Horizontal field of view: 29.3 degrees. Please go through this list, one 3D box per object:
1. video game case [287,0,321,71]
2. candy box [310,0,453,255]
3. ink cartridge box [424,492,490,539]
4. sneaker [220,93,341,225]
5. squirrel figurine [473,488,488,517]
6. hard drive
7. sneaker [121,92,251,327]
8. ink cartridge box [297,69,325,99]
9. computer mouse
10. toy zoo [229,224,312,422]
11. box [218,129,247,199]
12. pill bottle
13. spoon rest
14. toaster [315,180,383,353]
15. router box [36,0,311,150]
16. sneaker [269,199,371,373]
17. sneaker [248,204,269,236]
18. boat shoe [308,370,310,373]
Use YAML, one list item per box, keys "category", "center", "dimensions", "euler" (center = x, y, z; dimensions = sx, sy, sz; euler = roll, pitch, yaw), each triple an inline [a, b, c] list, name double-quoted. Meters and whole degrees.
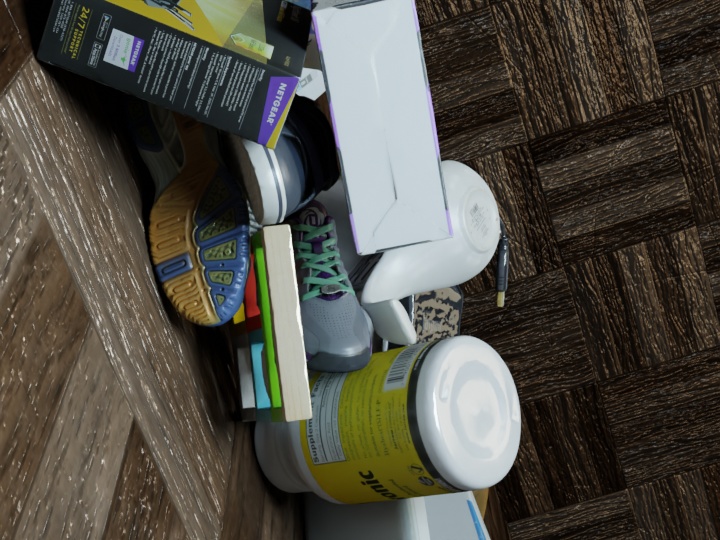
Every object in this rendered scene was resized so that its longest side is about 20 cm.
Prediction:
- category: "video game case"
  center: [-0.108, -0.266, 1.161]
  dimensions: [0.046, 0.179, 0.202]
  euler: [125, -39, -48]
- category: "candy box"
  center: [0.012, -0.125, 0.995]
  dimensions: [0.200, 0.071, 0.170]
  euler: [-97, 176, -71]
- category: "ink cartridge box"
  center: [0.059, 0.294, 1.234]
  dimensions: [0.148, 0.143, 0.201]
  euler: [-107, 176, -52]
- category: "sneaker"
  center: [-0.053, -0.085, 0.979]
  dimensions: [0.200, 0.078, 0.079]
  euler: [-129, -155, -75]
- category: "squirrel figurine"
  center: [0.046, 0.240, 1.491]
  dimensions: [0.187, 0.140, 0.202]
  euler: [-115, -163, -56]
- category: "hard drive"
  center: [0.003, 0.211, 1.116]
  dimensions: [0.026, 0.132, 0.201]
  euler: [30, 28, -24]
- category: "sneaker"
  center: [-0.113, -0.051, 0.994]
  dimensions: [0.088, 0.074, 0.202]
  euler: [56, 19, -69]
- category: "ink cartridge box"
  center: [-0.062, -0.228, 1.301]
  dimensions: [0.048, 0.197, 0.161]
  euler: [-101, 171, -46]
- category: "computer mouse"
  center: [0.070, 0.038, 1.177]
  dimensions: [0.139, 0.046, 0.203]
  euler: [3, 87, -43]
- category: "toy zoo"
  center: [-0.074, 0.045, 1.013]
  dimensions: [0.200, 0.020, 0.133]
  euler: [161, -77, -74]
- category: "box"
  center: [-0.124, -0.149, 1.150]
  dimensions: [0.050, 0.074, 0.202]
  euler: [66, 9, -59]
- category: "pill bottle"
  center: [0.014, 0.119, 1.049]
  dimensions: [0.111, 0.198, 0.113]
  euler: [15, 68, -44]
- category: "spoon rest"
  center: [0.055, -0.013, 1.107]
  dimensions: [0.200, 0.060, 0.100]
  euler: [-50, 121, -45]
- category: "toaster"
  center: [0.000, 0.000, 1.221]
  dimensions: [0.128, 0.200, 0.114]
  euler: [18, -38, 39]
- category: "router box"
  center: [-0.114, -0.158, 0.918]
  dimensions: [0.200, 0.155, 0.053]
  euler: [-90, -158, -68]
- category: "sneaker"
  center: [-0.041, 0.000, 1.058]
  dimensions: [0.200, 0.073, 0.089]
  euler: [-124, -146, -58]
- category: "sneaker"
  center: [-0.098, -0.092, 1.272]
  dimensions: [0.115, 0.072, 0.203]
  euler: [-104, -176, -57]
- category: "boat shoe"
  center: [-0.022, 0.147, 1.287]
  dimensions: [0.072, 0.065, 0.203]
  euler: [19, 54, -81]
